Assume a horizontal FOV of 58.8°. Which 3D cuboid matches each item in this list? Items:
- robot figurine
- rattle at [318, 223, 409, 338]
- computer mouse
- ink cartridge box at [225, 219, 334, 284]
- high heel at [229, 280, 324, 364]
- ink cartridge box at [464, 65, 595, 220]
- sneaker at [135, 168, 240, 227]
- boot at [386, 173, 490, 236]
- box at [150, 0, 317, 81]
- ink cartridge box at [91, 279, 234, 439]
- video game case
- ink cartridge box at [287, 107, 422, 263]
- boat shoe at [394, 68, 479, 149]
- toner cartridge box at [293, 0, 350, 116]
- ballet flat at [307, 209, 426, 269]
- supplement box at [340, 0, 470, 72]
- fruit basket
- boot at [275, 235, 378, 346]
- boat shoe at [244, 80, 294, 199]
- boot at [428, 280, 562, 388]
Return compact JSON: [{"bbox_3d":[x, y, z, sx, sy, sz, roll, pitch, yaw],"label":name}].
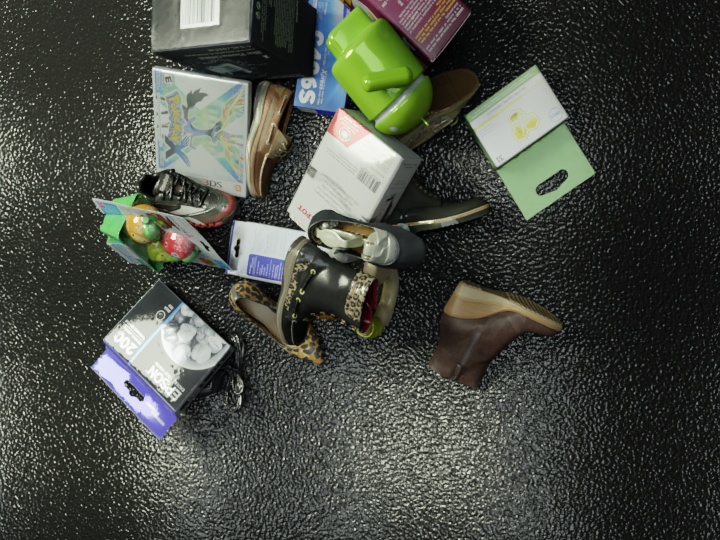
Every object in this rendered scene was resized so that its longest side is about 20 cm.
[{"bbox_3d":[0.034,-0.300,0.989,0.115,0.175,0.201,-42,102,-1],"label":"robot figurine"},{"bbox_3d":[0.000,0.000,1.084,0.141,0.128,0.206,28,128,42],"label":"rattle"},{"bbox_3d":[-0.303,0.196,1.170,0.193,0.053,0.143,-4,75,2],"label":"computer mouse"},{"bbox_3d":[-0.139,-0.026,1.144,0.193,0.039,0.103,11,94,7],"label":"ink cartridge box"},{"bbox_3d":[-0.144,0.099,1.096,0.071,0.142,0.200,-45,86,8],"label":"high heel"},{"bbox_3d":[0.284,-0.211,1.068,0.143,0.048,0.203,-33,85,8],"label":"ink cartridge box"},{"bbox_3d":[-0.310,-0.129,1.124,0.194,0.098,0.073,11,68,13],"label":"sneaker"},{"bbox_3d":[0.114,-0.135,1.085,0.194,0.077,0.143,-12,86,8],"label":"boot"},{"bbox_3d":[-0.199,-0.391,1.035,0.191,0.199,0.122,4,93,25],"label":"box"},{"bbox_3d":[-0.357,0.154,1.135,0.196,0.044,0.201,37,78,16],"label":"ink cartridge box"},{"bbox_3d":[-0.279,-0.242,1.128,0.176,0.022,0.206,11,116,8],"label":"video game case"},{"bbox_3d":[-0.013,-0.139,1.058,0.146,0.082,0.203,40,115,19],"label":"ink cartridge box"},{"bbox_3d":[0.116,-0.267,1.090,0.197,0.063,0.074,-32,62,6],"label":"boat shoe"},{"bbox_3d":[-0.055,-0.379,1.114,0.092,0.043,0.207,9,93,6],"label":"toner cartridge box"},{"bbox_3d":[0.003,-0.042,0.980,0.195,0.073,0.075,18,95,19],"label":"ballet flat"},{"bbox_3d":[0.064,-0.428,1.027,0.199,0.131,0.104,41,91,-7],"label":"supplement box"},{"bbox_3d":[-0.335,-0.051,1.087,0.195,0.186,0.096,17,70,23],"label":"fruit basket"},{"bbox_3d":[-0.053,0.059,1.010,0.147,0.073,0.205,23,123,19],"label":"boot"},{"bbox_3d":[-0.157,-0.227,1.122,0.069,0.076,0.207,9,95,6],"label":"boat shoe"},{"bbox_3d":[0.227,0.122,1.091,0.194,0.072,0.171,18,107,6],"label":"boot"}]
